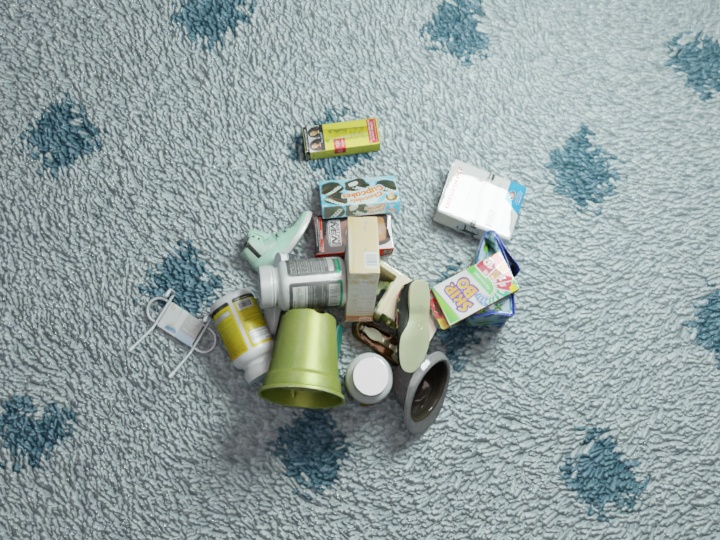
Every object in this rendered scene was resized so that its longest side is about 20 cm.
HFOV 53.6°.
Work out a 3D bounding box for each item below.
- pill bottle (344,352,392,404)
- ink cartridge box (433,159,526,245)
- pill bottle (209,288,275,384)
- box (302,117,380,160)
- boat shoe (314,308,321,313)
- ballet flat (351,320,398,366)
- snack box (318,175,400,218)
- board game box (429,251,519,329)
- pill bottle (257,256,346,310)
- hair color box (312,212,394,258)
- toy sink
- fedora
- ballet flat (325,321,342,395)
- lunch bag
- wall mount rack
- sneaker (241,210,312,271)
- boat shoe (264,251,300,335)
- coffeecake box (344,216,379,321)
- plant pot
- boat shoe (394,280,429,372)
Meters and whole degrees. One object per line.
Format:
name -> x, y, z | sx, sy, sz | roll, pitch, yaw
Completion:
pill bottle -> 0.018, 0.249, 1.629 | 0.107, 0.200, 0.115 | 1, 77, -3
ink cartridge box -> 0.298, -0.167, 1.793 | 0.195, 0.086, 0.150 | 21, 77, 3
pill bottle -> -0.268, 0.156, 1.680 | 0.110, 0.113, 0.204 | -25, 80, -8
box -> -0.049, -0.337, 1.831 | 0.194, 0.050, 0.078 | -7, 77, -5
boat shoe -> -0.128, 0.089, 1.723 | 0.071, 0.069, 0.207 | 4, 79, -3
ballet flat -> 0.065, 0.177, 1.713 | 0.197, 0.072, 0.069 | 33, 82, 4
snack box -> -0.003, -0.184, 1.776 | 0.193, 0.038, 0.118 | -5, 41, -4
board game box -> 0.250, 0.046, 1.609 | 0.196, 0.030, 0.097 | -28, 76, 2
pill bottle -> -0.134, 0.031, 1.626 | 0.194, 0.113, 0.117 | -4, 77, -12
hair color box -> -0.019, -0.088, 1.773 | 0.193, 0.061, 0.105 | -6, 77, -5
toy sink -> 0.096, 0.088, 1.706 | 0.197, 0.131, 0.113 | 34, 78, 4
fedora -> 0.131, 0.269, 1.666 | 0.089, 0.205, 0.175 | 26, 39, 34
ballet flat -> -0.083, 0.225, 1.706 | 0.068, 0.067, 0.207 | -1, 78, 21
lunch bag -> 0.308, 0.023, 1.708 | 0.123, 0.170, 0.207 | -2, 76, 1
wall mount rack -> -0.447, 0.150, 1.693 | 0.197, 0.075, 0.177 | 30, 79, 5
sneaker -> -0.209, -0.090, 1.754 | 0.117, 0.074, 0.202 | 37, 81, -1
boat shoe -> -0.185, 0.058, 1.717 | 0.066, 0.071, 0.206 | 6, 97, -29
coffeecake box -> 0.000, 0.000, 1.661 | 0.071, 0.202, 0.157 | 0, 55, -5
plant pot -> -0.124, 0.195, 1.604 | 0.194, 0.201, 0.190 | 5, 67, -2
boat shoe -> 0.114, 0.126, 1.604 | 0.072, 0.063, 0.208 | 11, 79, -24
